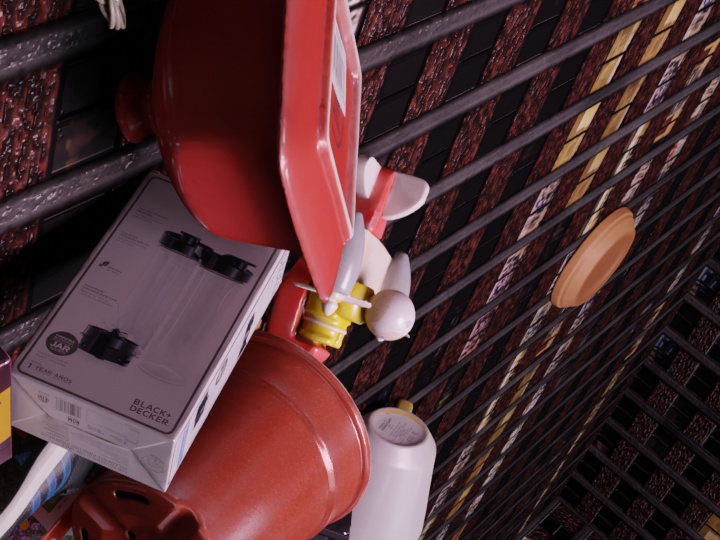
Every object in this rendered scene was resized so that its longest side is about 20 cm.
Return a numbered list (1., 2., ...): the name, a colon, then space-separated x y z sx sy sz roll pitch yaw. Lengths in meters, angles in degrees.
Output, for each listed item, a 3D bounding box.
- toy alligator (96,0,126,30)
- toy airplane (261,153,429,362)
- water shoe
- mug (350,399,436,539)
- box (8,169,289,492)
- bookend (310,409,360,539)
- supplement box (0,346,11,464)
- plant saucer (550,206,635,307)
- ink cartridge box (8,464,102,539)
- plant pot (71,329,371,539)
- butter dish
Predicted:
1. toy alligator: -0.157 -0.180 0.614 0.054 0.060 0.200 -4 153 -2
2. toy airplane: 0.000 0.000 1.131 0.200 0.141 0.200 -31 152 -41
3. water shoe: -0.243 0.157 0.962 0.200 0.071 0.079 -48 140 -10
4. mug: 0.025 0.255 1.695 0.148 0.187 0.154 1 124 -24
5. box: -0.134 0.034 0.844 0.060 0.116 0.201 107 6 -48
6. bookend: -0.083 0.264 1.349 0.200 0.092 0.200 -84 -162 -59
7. supplement box: -0.308 0.108 0.739 0.200 0.086 0.111 -36 155 -36
8. plant saucer: 0.391 -0.014 2.102 0.200 0.037 0.201 -43 159 -21
9. ink cartridge box: -0.263 0.210 1.068 0.109 0.050 0.200 -50 161 -3
10. plant pot: -0.122 0.182 1.053 0.195 0.200 0.202 -43 162 -52
11. butter dish: -0.080 -0.103 0.792 0.200 0.147 0.201 74 18 -65
